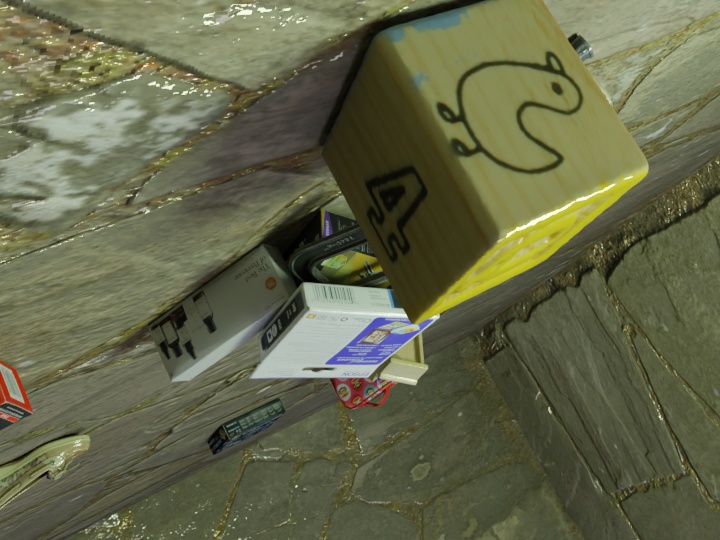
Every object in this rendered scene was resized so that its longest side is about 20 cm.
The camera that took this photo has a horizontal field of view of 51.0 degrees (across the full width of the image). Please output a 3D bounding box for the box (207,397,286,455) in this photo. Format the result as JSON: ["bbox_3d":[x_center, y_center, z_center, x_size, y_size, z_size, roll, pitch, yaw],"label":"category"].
[{"bbox_3d":[-0.325,0.447,2.160,0.197,0.047,0.159,-21,164,-36],"label":"box"}]

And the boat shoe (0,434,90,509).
[{"bbox_3d":[-0.535,0.335,1.241,0.197,0.064,0.073,-25,166,-25],"label":"boat shoe"}]

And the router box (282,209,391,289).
[{"bbox_3d":[-0.032,0.011,1.031,0.154,0.053,0.200,15,143,-26],"label":"router box"}]

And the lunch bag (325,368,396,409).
[{"bbox_3d":[0.017,0.264,1.955,0.198,0.179,0.081,-35,165,26],"label":"lunch bag"}]

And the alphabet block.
[{"bbox_3d":[0.104,-0.102,0.707,0.192,0.203,0.197,-24,166,-25],"label":"alphabet block"}]

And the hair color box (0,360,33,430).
[{"bbox_3d":[-0.459,0.165,0.788,0.197,0.062,0.102,-27,168,-14],"label":"hair color box"}]

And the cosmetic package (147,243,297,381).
[{"bbox_3d":[-0.175,0.056,0.970,0.198,0.084,0.050,-35,166,14],"label":"cosmetic package"}]

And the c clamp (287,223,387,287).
[{"bbox_3d":[0.000,0.000,0.949,0.197,0.028,0.170,-24,137,30],"label":"c clamp"}]

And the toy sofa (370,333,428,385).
[{"bbox_3d":[0.071,0.120,1.470,0.081,0.204,0.098,12,142,-19],"label":"toy sofa"}]

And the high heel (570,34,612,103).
[{"bbox_3d":[0.245,-0.198,0.966,0.142,0.072,0.199,-39,149,11],"label":"high heel"}]

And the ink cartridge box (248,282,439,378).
[{"bbox_3d":[-0.028,0.085,0.993,0.194,0.044,0.200,4,147,-31],"label":"ink cartridge box"}]
